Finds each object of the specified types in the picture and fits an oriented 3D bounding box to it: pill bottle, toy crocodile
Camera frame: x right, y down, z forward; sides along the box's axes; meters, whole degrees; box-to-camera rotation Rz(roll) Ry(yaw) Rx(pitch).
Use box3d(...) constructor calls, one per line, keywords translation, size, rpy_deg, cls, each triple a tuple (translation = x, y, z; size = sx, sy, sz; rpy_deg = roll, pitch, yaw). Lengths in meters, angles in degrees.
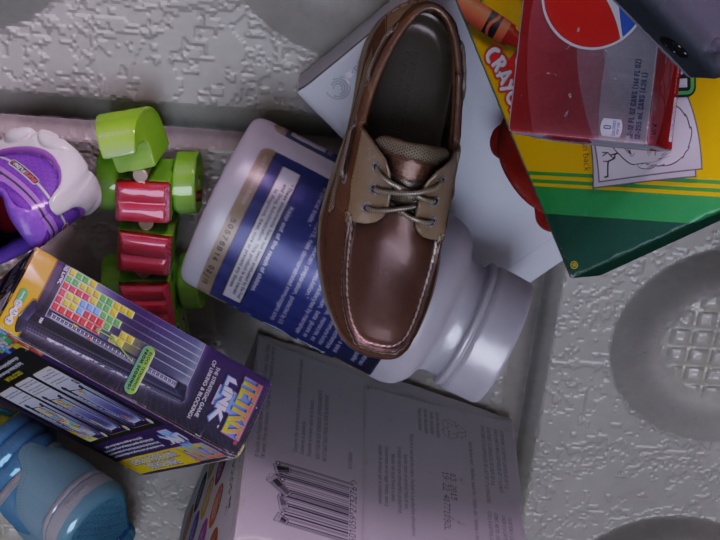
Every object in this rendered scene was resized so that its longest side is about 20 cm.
box3d(translation=(0.000, 0.000, 0.854), size=(0.198, 0.111, 0.112), rpy_deg=(27, 122, -3), cls="pill bottle")
box3d(translation=(-0.136, -0.016, 0.897), size=(0.067, 0.062, 0.202), rpy_deg=(3, 125, 1), cls="toy crocodile")

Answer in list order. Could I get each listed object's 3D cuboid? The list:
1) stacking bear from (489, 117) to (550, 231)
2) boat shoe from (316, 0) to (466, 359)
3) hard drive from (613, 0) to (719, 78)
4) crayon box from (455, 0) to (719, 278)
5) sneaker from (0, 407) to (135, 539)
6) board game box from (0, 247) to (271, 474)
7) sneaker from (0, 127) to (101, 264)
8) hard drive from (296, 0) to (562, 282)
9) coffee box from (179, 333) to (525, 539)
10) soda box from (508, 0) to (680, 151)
box3d(translation=(0.164, -0.106, 0.783), size=(0.199, 0.113, 0.122), rpy_deg=(-36, 76, 17), cls="stacking bear")
box3d(translation=(0.018, -0.053, 0.768), size=(0.075, 0.072, 0.203), rpy_deg=(6, 86, -7), cls="boat shoe")
box3d(translation=(0.118, -0.197, 0.572), size=(0.200, 0.033, 0.140), rpy_deg=(39, 84, -22), cls="hard drive")
box3d(translation=(0.149, -0.123, 0.701), size=(0.171, 0.058, 0.202), rpy_deg=(-26, 80, 24), cls="crayon box")
box3d(translation=(-0.235, 0.167, 1.027), size=(0.130, 0.079, 0.201), rpy_deg=(39, 148, 13), cls="sneaker")
box3d(translation=(-0.169, 0.066, 0.895), size=(0.164, 0.057, 0.200), rpy_deg=(30, 158, -18), cls="board game box")
box3d(translation=(-0.253, -0.037, 0.857), size=(0.198, 0.084, 0.081), rpy_deg=(-8, 123, 36), cls="sneaker")
box3d(translation=(0.075, -0.084, 0.863), size=(0.131, 0.026, 0.200), rpy_deg=(-35, 116, 23), cls="hard drive")
box3d(translation=(-0.016, 0.205, 0.958), size=(0.198, 0.201, 0.199), rpy_deg=(18, 124, -11), cls="coffee box")
box3d(translation=(0.118, -0.159, 0.647), size=(0.069, 0.063, 0.203), rpy_deg=(9, 95, 23), cls="soda box")
